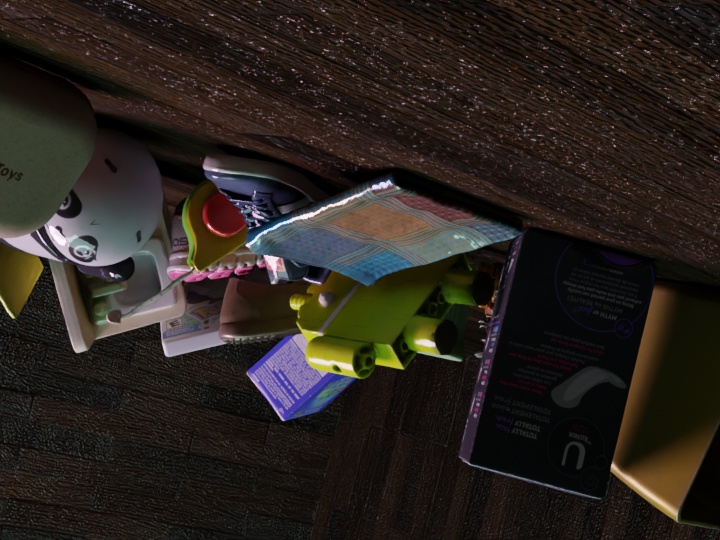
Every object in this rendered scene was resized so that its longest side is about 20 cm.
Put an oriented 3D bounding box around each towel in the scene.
[{"bbox_3d":[-0.355,-0.058,1.383,0.018,0.202,0.086,-13,-149,19],"label":"towel"},{"bbox_3d":[0.016,-0.030,1.227,0.145,0.022,0.199,17,158,-36],"label":"towel"}]

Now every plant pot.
[{"bbox_3d":[0.294,0.111,1.400,0.175,0.202,0.199,25,-178,35],"label":"plant pot"}]

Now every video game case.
[{"bbox_3d":[-0.120,0.020,1.623,0.197,0.022,0.183,-14,-153,-4],"label":"video game case"}]

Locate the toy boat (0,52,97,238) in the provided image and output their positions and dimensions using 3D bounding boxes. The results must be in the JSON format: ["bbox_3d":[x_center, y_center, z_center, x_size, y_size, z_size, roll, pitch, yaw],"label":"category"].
[{"bbox_3d":[-0.297,-0.115,1.087,0.199,0.131,0.131,20,-158,-50],"label":"toy boat"}]

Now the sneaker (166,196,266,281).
[{"bbox_3d":[-0.094,-0.046,1.457,0.197,0.089,0.074,-8,175,-6],"label":"sneaker"}]

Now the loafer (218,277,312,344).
[{"bbox_3d":[-0.043,0.026,1.459,0.197,0.068,0.076,-8,177,-15],"label":"loafer"}]

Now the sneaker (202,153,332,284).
[{"bbox_3d":[-0.073,-0.040,1.311,0.074,0.086,0.199,12,171,36],"label":"sneaker"}]

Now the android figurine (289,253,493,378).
[{"bbox_3d":[0.020,0.026,1.353,0.199,0.182,0.041,10,140,44],"label":"android figurine"}]

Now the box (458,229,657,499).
[{"bbox_3d":[0.166,0.080,1.282,0.121,0.203,0.106,15,175,1],"label":"box"}]

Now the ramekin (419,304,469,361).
[{"bbox_3d":[0.045,0.042,1.894,0.197,0.099,0.200,14,175,1],"label":"ramekin"}]

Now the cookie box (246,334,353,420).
[{"bbox_3d":[-0.015,0.074,1.710,0.075,0.200,0.171,50,-171,9],"label":"cookie box"}]

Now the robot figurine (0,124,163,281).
[{"bbox_3d":[-0.263,-0.070,1.327,0.199,0.126,0.149,12,174,44],"label":"robot figurine"}]

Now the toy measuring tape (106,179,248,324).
[{"bbox_3d":[-0.158,-0.030,1.362,0.074,0.199,0.074,52,166,19],"label":"toy measuring tape"}]

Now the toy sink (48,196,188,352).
[{"bbox_3d":[-0.239,-0.012,1.512,0.111,0.132,0.200,-14,-170,0],"label":"toy sink"}]

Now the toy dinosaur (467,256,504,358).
[{"bbox_3d":[0.175,0.041,1.515,0.199,0.103,0.136,34,151,-7],"label":"toy dinosaur"}]

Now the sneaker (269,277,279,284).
[{"bbox_3d":[0.000,0.000,1.535,0.197,0.095,0.070,15,176,2],"label":"sneaker"}]
